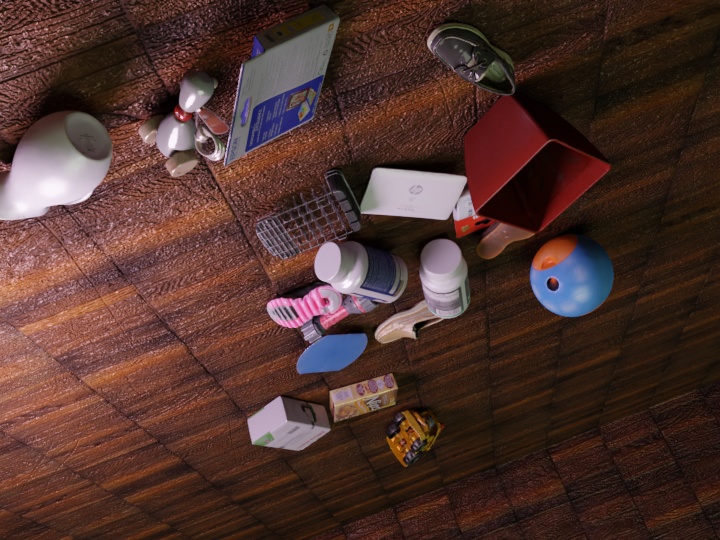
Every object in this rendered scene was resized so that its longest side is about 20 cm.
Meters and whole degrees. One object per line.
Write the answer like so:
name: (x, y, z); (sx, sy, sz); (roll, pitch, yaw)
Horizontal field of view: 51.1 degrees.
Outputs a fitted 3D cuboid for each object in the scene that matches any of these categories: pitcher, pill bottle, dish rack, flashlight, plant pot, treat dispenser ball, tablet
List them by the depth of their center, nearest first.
pitcher: (-0.448, -0.153, 1.143); (0.199, 0.123, 0.171); (-28, 170, 31)
plant pot: (0.309, -0.215, 1.412); (0.198, 0.178, 0.200); (12, 136, -40)
dish rack: (-0.101, -0.099, 1.463); (0.197, 0.055, 0.154); (-22, 144, 6)
tablet: (0.104, -0.152, 1.510); (0.197, 0.014, 0.131); (3, 142, -17)
pill bottle: (0.000, 0.000, 1.615); (0.198, 0.112, 0.111); (16, 133, -44)
pill bottle: (0.196, 0.019, 1.755); (0.112, 0.114, 0.201); (-20, 148, -1)
flashlight: (-0.052, 0.105, 1.782); (0.199, 0.069, 0.068); (-33, 147, 17)
treat dispenser ball: (0.517, 0.012, 1.847); (0.198, 0.203, 0.202); (-15, 148, -9)

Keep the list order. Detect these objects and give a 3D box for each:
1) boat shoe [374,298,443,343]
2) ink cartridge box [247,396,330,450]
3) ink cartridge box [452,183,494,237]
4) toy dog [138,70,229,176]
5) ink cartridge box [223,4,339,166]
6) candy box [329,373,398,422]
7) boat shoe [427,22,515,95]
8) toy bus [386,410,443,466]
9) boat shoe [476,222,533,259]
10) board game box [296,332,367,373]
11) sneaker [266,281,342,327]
boat shoe: (0.127, 0.143, 1.934); (0.199, 0.077, 0.071); (-33, 146, 19)
ink cartridge box: (-0.205, 0.447, 2.187); (0.145, 0.085, 0.199); (-36, 145, 23)
ink cartridge box: (0.281, -0.138, 1.633); (0.158, 0.048, 0.201); (-20, 146, -2)
toy dog: (-0.250, -0.227, 1.134); (0.198, 0.133, 0.096); (-10, -161, 46)
ink cartridge box: (-0.128, -0.274, 1.117); (0.199, 0.047, 0.199); (-35, 161, -36)
candy box: (0.008, 0.378, 2.235); (0.197, 0.056, 0.116); (-14, 147, -11)
boat shoe: (0.195, -0.347, 1.254); (0.199, 0.067, 0.072); (13, 135, -42)
toy bus: (0.204, 0.539, 2.534); (0.190, 0.136, 0.201); (-19, 148, -29)
boat shoe: (0.335, -0.099, 1.677); (0.070, 0.071, 0.199); (45, 137, -12)
board game box: (-0.078, 0.199, 1.940); (0.198, 0.039, 0.159); (0, 137, -39)
sneaker: (-0.116, 0.064, 1.682); (0.197, 0.096, 0.080); (-14, 114, 26)
